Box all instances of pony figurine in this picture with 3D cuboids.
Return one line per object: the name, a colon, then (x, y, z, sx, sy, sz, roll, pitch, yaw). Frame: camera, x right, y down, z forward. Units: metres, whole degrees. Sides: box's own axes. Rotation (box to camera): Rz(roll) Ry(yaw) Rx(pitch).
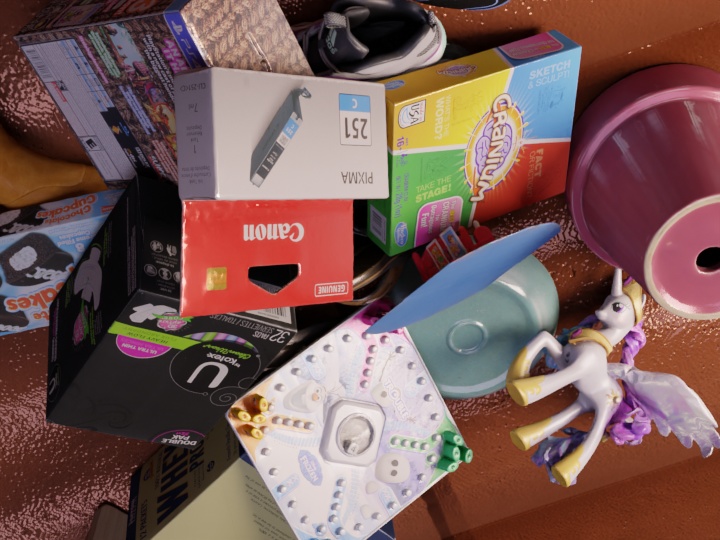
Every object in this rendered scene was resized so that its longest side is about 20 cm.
pony figurine: (0.240, 0.118, 1.302, 0.199, 0.166, 0.194, -37, 110, -23)

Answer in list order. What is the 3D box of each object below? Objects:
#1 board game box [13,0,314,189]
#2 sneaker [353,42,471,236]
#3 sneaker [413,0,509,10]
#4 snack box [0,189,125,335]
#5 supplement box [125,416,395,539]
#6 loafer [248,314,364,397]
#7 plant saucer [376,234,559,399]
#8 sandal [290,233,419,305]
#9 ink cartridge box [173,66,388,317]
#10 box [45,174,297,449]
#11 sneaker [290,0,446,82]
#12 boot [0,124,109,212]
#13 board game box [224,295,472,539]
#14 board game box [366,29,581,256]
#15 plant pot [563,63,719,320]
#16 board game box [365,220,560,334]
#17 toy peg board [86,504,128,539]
board game box: (-0.152, -0.159, 1.073, 0.198, 0.097, 0.160, 1, 132, 38)
sneaker: (0.043, -0.112, 1.190, 0.073, 0.080, 0.201, 26, 115, -18)
sneaker: (0.043, -0.252, 1.099, 0.198, 0.078, 0.071, 11, 120, -12)
snack box: (-0.281, -0.004, 1.188, 0.198, 0.037, 0.117, -12, 134, 2)
supplement box: (-0.106, 0.246, 1.372, 0.199, 0.135, 0.200, 37, 112, -25)
loafer: (-0.075, 0.100, 1.279, 0.198, 0.072, 0.073, -16, 163, -16)
plant saucer: (0.106, 0.059, 1.330, 0.198, 0.036, 0.202, -2, 123, -4)
sandal: (0.000, 0.000, 1.197, 0.081, 0.200, 0.055, 6, 110, 27)
ink cartridge box: (-0.055, -0.059, 1.006, 0.044, 0.199, 0.178, 1, 94, 40)
box: (-0.167, 0.043, 1.131, 0.147, 0.125, 0.200, 16, 136, -28)
sneaker: (-0.030, -0.186, 1.091, 0.198, 0.140, 0.079, -17, 87, 5)
boot: (-0.273, -0.085, 1.191, 0.142, 0.071, 0.203, -9, 128, -6)
board game box: (-0.004, 0.159, 1.276, 0.199, 0.026, 0.201, -35, 110, -19)
board game box: (0.099, -0.113, 1.160, 0.199, 0.040, 0.154, -21, 131, -26)
plant pot: (0.294, -0.058, 1.187, 0.198, 0.180, 0.202, -3, 123, -4)
board game box: (0.086, -0.008, 1.193, 0.157, 0.039, 0.200, -17, 164, -41)
toy peg board: (-0.244, 0.397, 1.431, 0.198, 0.201, 0.098, 34, 129, -24)
